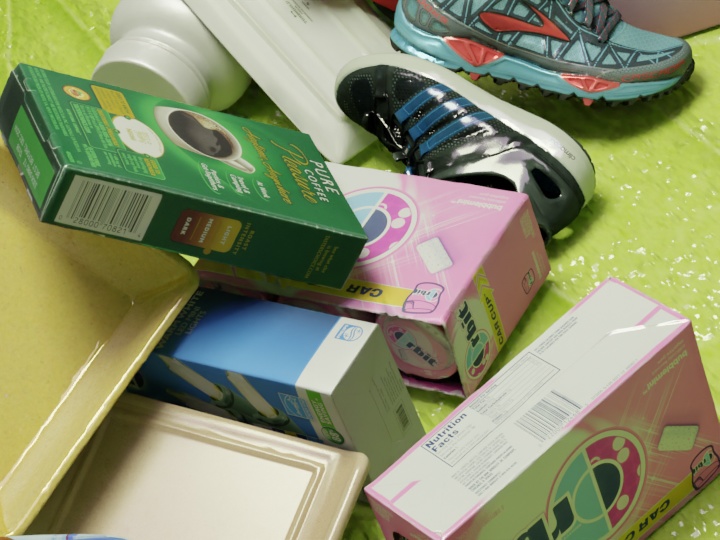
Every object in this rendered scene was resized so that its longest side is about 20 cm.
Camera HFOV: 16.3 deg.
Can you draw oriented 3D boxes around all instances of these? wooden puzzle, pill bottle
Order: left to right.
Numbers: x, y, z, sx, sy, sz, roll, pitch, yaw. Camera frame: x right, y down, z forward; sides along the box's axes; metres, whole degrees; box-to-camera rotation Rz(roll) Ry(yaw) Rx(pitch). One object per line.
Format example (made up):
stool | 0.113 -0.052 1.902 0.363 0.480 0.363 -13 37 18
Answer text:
wooden puzzle | -0.109 0.167 1.414 0.199 0.037 0.186 11 63 25
pill bottle | -0.109 -0.182 1.774 0.108 0.109 0.200 6 48 29

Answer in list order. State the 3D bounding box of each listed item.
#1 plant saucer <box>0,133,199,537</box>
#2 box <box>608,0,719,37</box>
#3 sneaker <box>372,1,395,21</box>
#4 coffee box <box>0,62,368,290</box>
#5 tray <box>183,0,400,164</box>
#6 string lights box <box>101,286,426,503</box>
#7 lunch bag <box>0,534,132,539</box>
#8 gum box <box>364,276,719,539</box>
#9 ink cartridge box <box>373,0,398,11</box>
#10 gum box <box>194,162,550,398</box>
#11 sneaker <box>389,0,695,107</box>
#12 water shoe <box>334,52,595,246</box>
plant saucer | -0.227 0.030 1.438 0.200 0.048 0.200 34 69 2
box | 0.232 -0.265 1.722 0.175 0.097 0.200 -18 39 5
sneaker | 0.078 -0.208 1.739 0.200 0.082 0.073 18 56 39
coffee box | -0.103 -0.054 1.458 0.199 0.044 0.123 12 28 -30
tray | -0.042 -0.173 1.707 0.107 0.022 0.200 -36 78 -28
string lights box | -0.069 0.067 1.486 0.199 0.103 0.059 11 51 34
lunch bag | -0.174 0.235 1.333 0.160 0.076 0.201 -5 64 22
gum box | 0.100 0.113 1.350 0.200 0.114 0.066 -39 43 -20
ink cartridge box | -0.017 -0.253 1.715 0.067 0.116 0.200 -51 39 22
gum box | 0.000 0.000 1.544 0.199 0.066 0.114 10 49 32
sneaker | 0.122 -0.165 1.622 0.199 0.096 0.079 10 22 2
water shoe | 0.052 -0.078 1.599 0.200 0.072 0.079 23 58 30
